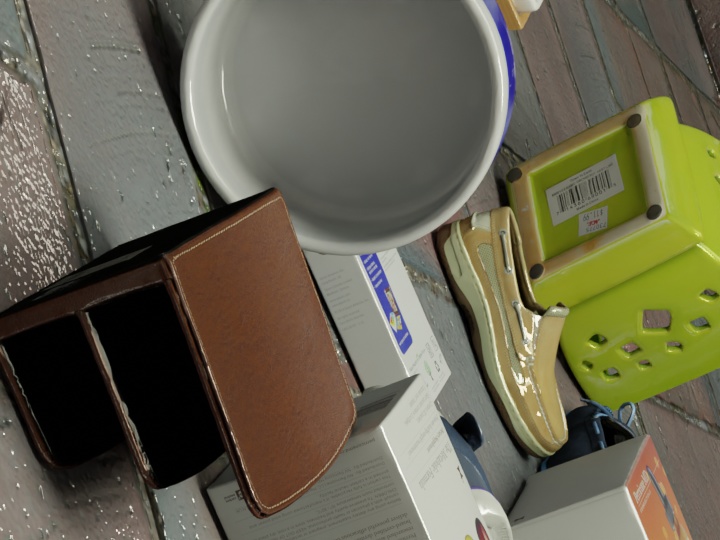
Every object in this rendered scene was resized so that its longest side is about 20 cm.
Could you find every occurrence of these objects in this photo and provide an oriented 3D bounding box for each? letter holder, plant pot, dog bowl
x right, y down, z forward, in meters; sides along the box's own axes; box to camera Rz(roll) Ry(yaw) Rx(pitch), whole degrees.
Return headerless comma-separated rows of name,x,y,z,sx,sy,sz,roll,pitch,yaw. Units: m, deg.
letter holder,-0.086,0.055,1.293,0.200,0.100,0.142,-40,109,-72
plant pot,0.242,-0.024,2.259,0.181,0.200,0.199,42,30,-41
dog bowl,-0.006,-0.114,1.571,0.079,0.200,0.200,-49,116,-75

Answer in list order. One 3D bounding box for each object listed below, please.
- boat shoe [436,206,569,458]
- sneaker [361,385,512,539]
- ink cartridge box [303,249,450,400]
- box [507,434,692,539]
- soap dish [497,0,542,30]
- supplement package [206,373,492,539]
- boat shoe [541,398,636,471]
boat shoe,0.129,0.047,2.009,0.200,0.076,0.072,67,16,-5
sneaker,0.038,0.158,1.588,0.147,0.080,0.200,54,-19,39
ink cartridge box,0.000,0.000,1.733,0.099,0.039,0.200,-46,115,-72
box,0.198,0.248,1.928,0.200,0.106,0.152,67,17,-6
soap dish,0.101,-0.323,2.370,0.200,0.081,0.157,64,17,-13
supplement package,0.015,0.179,1.432,0.200,0.109,0.114,66,17,-7
boat shoe,0.202,0.158,2.115,0.084,0.069,0.200,65,17,-12
